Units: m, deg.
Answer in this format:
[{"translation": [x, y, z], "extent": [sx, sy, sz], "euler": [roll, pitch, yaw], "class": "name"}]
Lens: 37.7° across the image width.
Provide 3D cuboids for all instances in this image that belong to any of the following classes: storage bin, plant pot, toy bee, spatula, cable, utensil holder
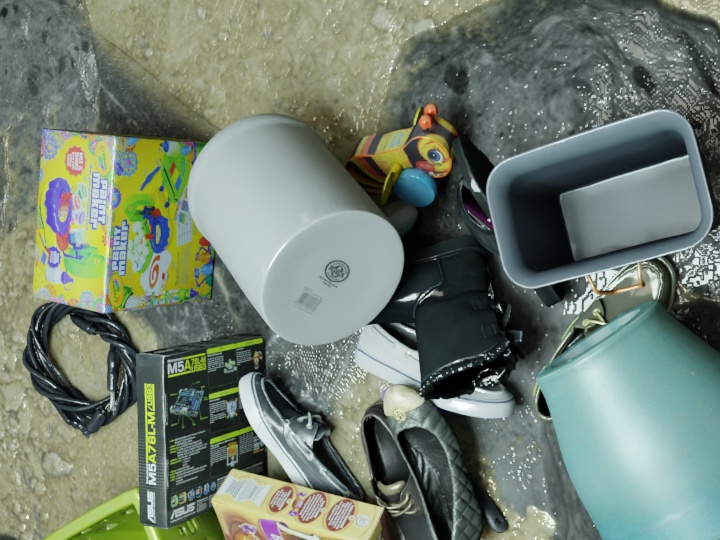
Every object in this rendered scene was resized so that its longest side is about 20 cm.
[{"translation": [0.245, -0.052, 0.997], "extent": [0.199, 0.134, 0.146], "euler": [-17, 81, 31], "class": "storage bin"}, {"translation": [0.262, 0.138, 0.948], "extent": [0.200, 0.200, 0.188], "euler": [-37, 84, 27], "class": "plant pot"}, {"translation": [0.065, -0.132, 1.119], "extent": [0.199, 0.109, 0.131], "euler": [-14, 42, 13], "class": "toy bee"}, {"translation": [0.099, 0.203, 1.162], "extent": [0.200, 0.056, 0.021], "euler": [55, 151, 8], "class": "spatula"}, {"translation": [-0.383, 0.117, 1.435], "extent": [0.163, 0.051, 0.200], "euler": [-47, 70, 25], "class": "cable"}, {"translation": [-0.241, 0.369, 1.291], "extent": [0.199, 0.181, 0.201], "euler": [-31, 78, 29], "class": "plant pot"}, {"translation": [-0.067, -0.044, 1.090], "extent": [0.200, 0.169, 0.171], "euler": [49, 118, 46], "class": "utensil holder"}]

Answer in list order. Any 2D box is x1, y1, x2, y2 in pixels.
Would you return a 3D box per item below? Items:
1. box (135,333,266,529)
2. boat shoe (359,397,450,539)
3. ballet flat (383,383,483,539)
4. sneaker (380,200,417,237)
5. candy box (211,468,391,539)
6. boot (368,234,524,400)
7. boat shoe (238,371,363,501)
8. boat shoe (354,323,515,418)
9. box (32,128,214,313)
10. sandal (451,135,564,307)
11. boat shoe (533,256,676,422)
[{"translation": [-0.181, 0.180, 1.232], "extent": [0.047, 0.200, 0.194], "euler": [-1, 94, 29], "class": "box"}, {"translation": [0.043, 0.243, 1.175], "extent": [0.074, 0.073, 0.201], "euler": [-27, 79, 30], "class": "boat shoe"}, {"translation": [0.077, 0.212, 1.115], "extent": [0.066, 0.057, 0.201], "euler": [-19, 100, 38], "class": "ballet flat"}, {"translation": [0.000, 0.000, 1.200], "extent": [0.200, 0.074, 0.082], "euler": [-38, 104, 22], "class": "sneaker"}, {"translation": [-0.063, 0.303, 1.201], "extent": [0.199, 0.057, 0.117], "euler": [7, 130, 24], "class": "candy box"}, {"translation": [0.066, 0.061, 1.099], "extent": [0.197, 0.073, 0.163], "euler": [-20, 52, 12], "class": "boot"}, {"translation": [-0.067, 0.197, 1.239], "extent": [0.068, 0.072, 0.201], "euler": [-36, 81, 21], "class": "boat shoe"}, {"translation": [0.079, 0.101, 1.144], "extent": [0.199, 0.073, 0.066], "euler": [19, 107, 27], "class": "boat shoe"}, {"translation": [-0.278, -0.063, 1.278], "extent": [0.121, 0.192, 0.201], "euler": [10, 98, 30], "class": "box"}, {"translation": [0.138, -0.042, 1.061], "extent": [0.048, 0.075, 0.201], "euler": [-27, 106, 23], "class": "sandal"}, {"translation": [0.242, 0.072, 1.052], "extent": [0.072, 0.060, 0.202], "euler": [40, 112, 22], "class": "boat shoe"}]
